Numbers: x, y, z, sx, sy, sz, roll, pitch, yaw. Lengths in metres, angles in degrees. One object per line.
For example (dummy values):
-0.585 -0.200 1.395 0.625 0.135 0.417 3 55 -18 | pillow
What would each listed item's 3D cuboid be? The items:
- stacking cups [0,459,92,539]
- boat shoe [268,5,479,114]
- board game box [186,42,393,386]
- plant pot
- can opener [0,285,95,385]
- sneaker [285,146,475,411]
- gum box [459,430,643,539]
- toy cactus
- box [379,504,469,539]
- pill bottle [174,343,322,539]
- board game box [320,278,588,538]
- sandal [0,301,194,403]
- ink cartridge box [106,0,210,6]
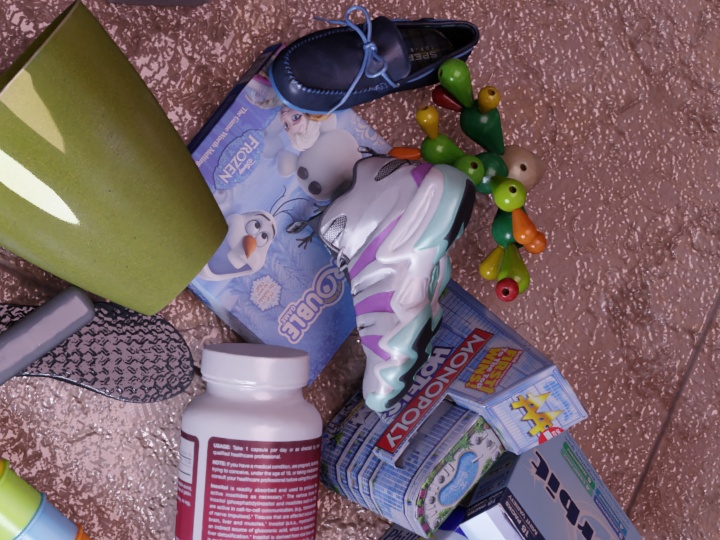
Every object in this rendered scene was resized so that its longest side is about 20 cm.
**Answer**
-0.245 0.201 1.638 0.200 0.060 0.061 39 75 -19 | stacking cups
0.012 -0.183 1.724 0.199 0.069 0.085 -23 84 -41 | boat shoe
-0.059 -0.045 1.730 0.199 0.043 0.200 42 74 -17 | board game box
-0.201 -0.066 1.588 0.200 0.187 0.187 43 74 -13 | plant pot
-0.297 0.064 1.598 0.199 0.053 0.067 -36 94 -9 | can opener
0.000 0.000 1.680 0.139 0.078 0.201 19 92 16 | sneaker
0.165 0.221 1.741 0.044 0.200 0.170 -31 100 24 | gum box
0.107 -0.073 1.755 0.102 0.165 0.201 -29 83 23 | toy cactus
0.061 0.322 1.736 0.200 0.105 0.184 -45 105 -18 | box
-0.087 0.162 1.663 0.112 0.113 0.202 2 95 -22 | pill bottle
0.076 0.110 1.693 0.200 0.199 0.062 -47 121 -17 | board game box
-0.228 0.058 1.660 0.199 0.048 0.076 9 86 -9 | sandal
-0.142 -0.316 1.648 0.084 0.144 0.202 -1 89 -22 | ink cartridge box
